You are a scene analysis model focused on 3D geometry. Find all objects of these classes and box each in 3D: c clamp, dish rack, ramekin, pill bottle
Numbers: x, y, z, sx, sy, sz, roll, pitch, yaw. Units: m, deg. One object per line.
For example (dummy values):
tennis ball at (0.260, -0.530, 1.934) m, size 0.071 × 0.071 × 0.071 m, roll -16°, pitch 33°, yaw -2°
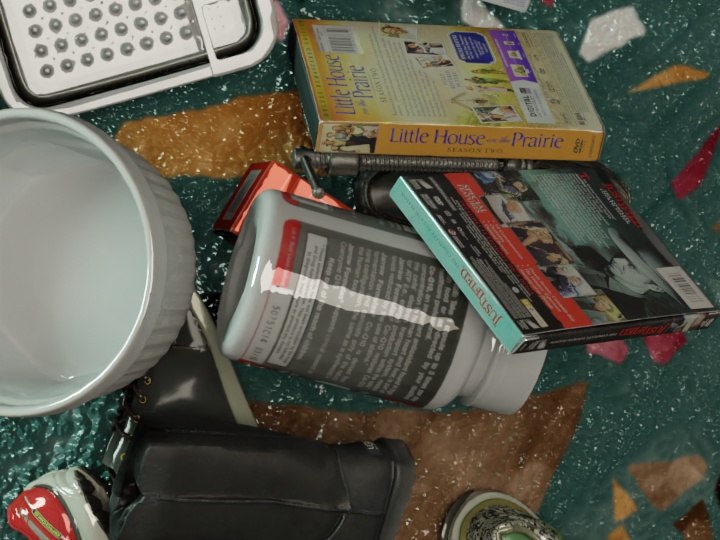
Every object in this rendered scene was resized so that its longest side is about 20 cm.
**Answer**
c clamp at (0.042, -0.083, 1.445) m, size 0.200 × 0.171 × 0.027 m, roll -1°, pitch 117°, yaw -17°
dish rack at (-0.171, -0.204, 1.451) m, size 0.200 × 0.044 × 0.172 m, roll -17°, pitch 95°, yaw -11°
ramekin at (-0.204, -0.004, 1.383) m, size 0.200 × 0.105 × 0.200 m, roll -1°, pitch 88°, yaw 20°
pill bottle at (0.016, 0.026, 1.356) m, size 0.200 × 0.114 × 0.114 m, roll 16°, pitch 88°, yaw -12°

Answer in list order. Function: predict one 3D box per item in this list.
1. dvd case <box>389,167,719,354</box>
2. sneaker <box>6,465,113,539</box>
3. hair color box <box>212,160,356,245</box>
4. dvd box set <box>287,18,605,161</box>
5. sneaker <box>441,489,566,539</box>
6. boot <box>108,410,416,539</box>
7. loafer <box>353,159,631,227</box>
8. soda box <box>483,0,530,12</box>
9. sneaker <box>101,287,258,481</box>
dvd case at (0.130, -0.010, 1.365) m, size 0.200 × 0.022 × 0.146 m, roll -7°, pitch 50°, yaw -43°
sneaker at (-0.181, 0.232, 1.453) m, size 0.085 × 0.077 × 0.200 m, roll -24°, pitch 98°, yaw 13°
hair color box at (0.000, 0.000, 1.461) m, size 0.200 × 0.102 × 0.061 m, roll 31°, pitch 86°, yaw -10°
dvd box set at (0.057, -0.126, 1.453) m, size 0.200 × 0.146 × 0.029 m, roll 1°, pitch 124°, yaw -12°
sneaker at (0.153, 0.231, 1.503) m, size 0.200 × 0.089 × 0.077 m, roll 30°, pitch 85°, yaw -12°
boot at (-0.077, 0.183, 1.430) m, size 0.200 × 0.066 × 0.165 m, roll 6°, pitch 106°, yaw -29°
loafer at (0.096, -0.058, 1.494) m, size 0.200 × 0.072 × 0.073 m, roll -3°, pitch 93°, yaw -11°
soda box at (0.032, -0.248, 1.469) m, size 0.200 × 0.068 × 0.064 m, roll 15°, pitch 122°, yaw -12°
sneaker at (-0.146, 0.077, 1.443) m, size 0.106 × 0.075 × 0.200 m, roll -27°, pitch 97°, yaw -14°
